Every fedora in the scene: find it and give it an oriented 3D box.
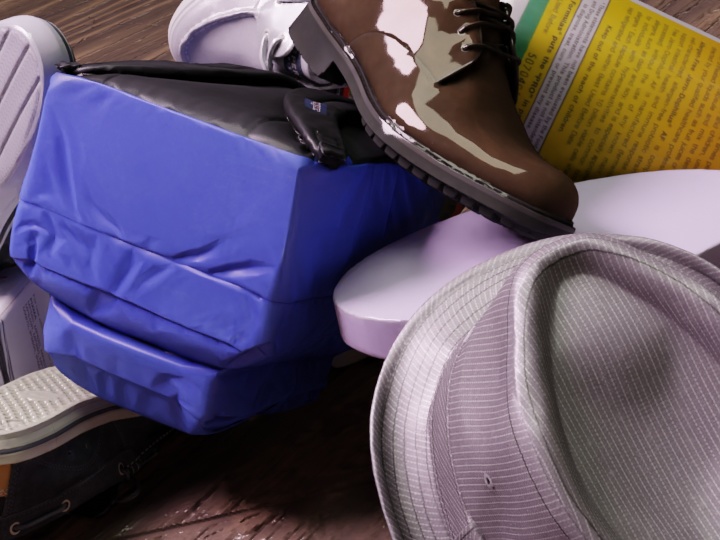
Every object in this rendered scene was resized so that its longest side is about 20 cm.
[{"bbox_3d":[0.094,0.057,0.566,0.175,0.091,0.201,-18,65,-7],"label":"fedora"}]

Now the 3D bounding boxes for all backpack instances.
[{"bbox_3d":[-0.060,-0.018,0.792,0.161,0.169,0.200,26,17,20],"label":"backpack"}]

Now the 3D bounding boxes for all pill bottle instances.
[{"bbox_3d":[0.148,-0.069,0.806,0.199,0.114,0.113,26,26,3],"label":"pill bottle"}]

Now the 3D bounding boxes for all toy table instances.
[{"bbox_3d":[0.094,0.040,0.718,0.198,0.118,0.184,-11,21,0],"label":"toy table"}]

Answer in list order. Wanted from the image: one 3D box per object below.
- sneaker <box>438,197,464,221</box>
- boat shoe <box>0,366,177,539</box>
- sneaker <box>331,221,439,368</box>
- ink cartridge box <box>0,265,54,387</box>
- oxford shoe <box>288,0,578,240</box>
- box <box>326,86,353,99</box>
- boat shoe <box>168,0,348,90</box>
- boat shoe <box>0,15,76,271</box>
[{"bbox_3d":[-0.023,-0.031,1.032,0.198,0.071,0.098,-5,33,-8],"label":"sneaker"},{"bbox_3d":[-0.142,0.086,0.791,0.074,0.063,0.200,8,10,22],"label":"boat shoe"},{"bbox_3d":[0.000,0.000,0.915,0.198,0.084,0.081,-14,20,-5],"label":"sneaker"},{"bbox_3d":[-0.251,0.076,0.836,0.143,0.085,0.200,-7,21,10],"label":"ink cartridge box"},{"bbox_3d":[0.041,-0.089,0.721,0.072,0.085,0.200,18,27,-49],"label":"oxford shoe"},{"bbox_3d":[0.001,-0.113,0.991,0.034,0.111,0.201,-15,37,18],"label":"box"},{"bbox_3d":[-0.022,-0.128,0.876,0.198,0.072,0.069,-1,40,19],"label":"boat shoe"},{"bbox_3d":[-0.176,-0.064,0.828,0.070,0.072,0.200,-18,-19,-36],"label":"boat shoe"}]
